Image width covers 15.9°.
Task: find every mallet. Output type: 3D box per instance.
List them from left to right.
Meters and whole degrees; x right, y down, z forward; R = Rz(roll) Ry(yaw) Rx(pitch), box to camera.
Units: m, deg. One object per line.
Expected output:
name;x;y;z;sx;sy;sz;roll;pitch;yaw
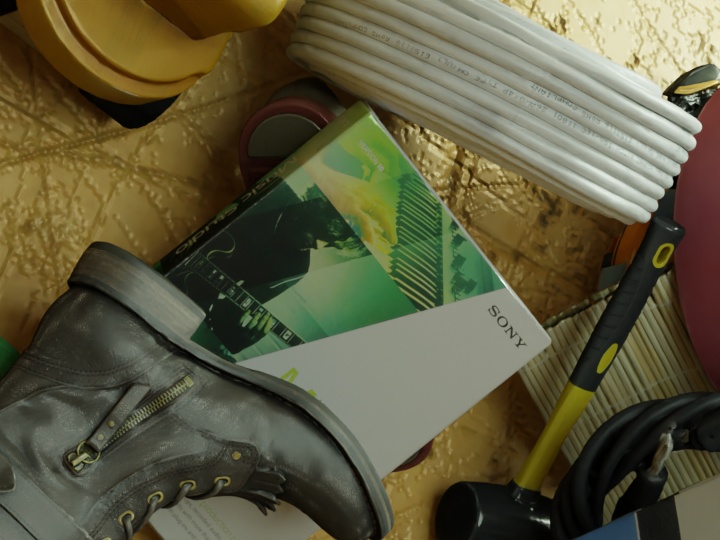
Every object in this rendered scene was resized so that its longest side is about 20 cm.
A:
mallet;0.113;0.065;1.276;0.066;0.041;0.200;24;106;-36

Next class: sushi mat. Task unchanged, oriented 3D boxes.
sushi mat;0.158;0.093;1.323;0.096;0.012;0.200;-27;115;5

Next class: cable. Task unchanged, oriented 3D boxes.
cable;0.061;-0.088;1.218;0.200;0.200;0.069;26;94;-12
cable;0.189;0.131;1.283;0.200;0.163;0.051;51;17;-43

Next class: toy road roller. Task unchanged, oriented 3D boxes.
toy road roller;-0.081;-0.167;1.161;0.123;0.146;0.200;38;65;-28

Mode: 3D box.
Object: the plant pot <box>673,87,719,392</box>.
plant pot;0.283;-0.016;1.286;0.200;0.179;0.200;7;81;-47

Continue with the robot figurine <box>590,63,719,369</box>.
robot figurine;0.193;-0.012;1.380;0.145;0.058;0.200;37;67;-26

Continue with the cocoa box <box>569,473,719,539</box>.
cocoa box;0.186;0.205;1.235;0.200;0.131;0.133;33;40;-44

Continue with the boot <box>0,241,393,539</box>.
boot;-0.103;0.104;1.107;0.200;0.069;0.174;40;71;-8

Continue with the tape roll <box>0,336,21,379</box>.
tape roll;-0.214;0.111;1.103;0.200;0.048;0.201;5;82;-34

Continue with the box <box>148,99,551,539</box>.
box;-0.032;0.039;1.185;0.200;0.036;0.144;-39;108;0

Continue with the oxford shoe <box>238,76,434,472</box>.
oxford shoe;0.000;0.000;1.247;0.075;0.070;0.200;-63;143;-63
